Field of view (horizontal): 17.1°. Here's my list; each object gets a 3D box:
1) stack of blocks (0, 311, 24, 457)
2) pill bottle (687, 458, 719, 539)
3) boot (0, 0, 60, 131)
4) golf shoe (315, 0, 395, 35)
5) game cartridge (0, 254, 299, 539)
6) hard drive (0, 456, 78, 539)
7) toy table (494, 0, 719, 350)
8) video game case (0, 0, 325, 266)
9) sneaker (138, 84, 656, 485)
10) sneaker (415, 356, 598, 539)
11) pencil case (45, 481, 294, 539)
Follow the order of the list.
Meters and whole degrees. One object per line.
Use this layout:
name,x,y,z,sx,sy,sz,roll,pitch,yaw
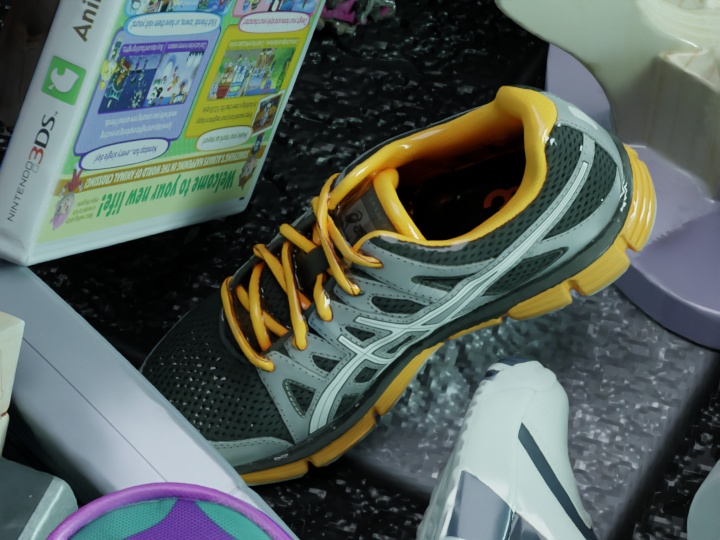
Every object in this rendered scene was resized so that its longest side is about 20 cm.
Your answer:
stack of blocks,-0.161,0.110,0.665,0.058,0.201,0.115,18,19,15
pill bottle,0.192,0.037,0.771,0.119,0.120,0.200,29,50,20
boot,-0.069,-0.144,0.844,0.064,0.187,0.200,27,12,-6
golf shoe,0.040,-0.174,0.978,0.199,0.073,0.092,-24,54,-19
game cartridge,-0.075,0.066,0.743,0.041,0.133,0.200,-38,61,-20
hard drive,-0.130,0.168,0.655,0.033,0.140,0.200,18,53,14
toy table,0.134,-0.083,0.879,0.183,0.117,0.201,-13,54,-11
video game case,-0.047,-0.097,0.781,0.022,0.183,0.200,24,12,12
sneaker,0.000,0.000,0.808,0.200,0.077,0.078,-33,57,6
sneaker,0.077,0.121,0.744,0.129,0.080,0.200,18,40,-2
pencil case,-0.051,0.141,0.639,0.092,0.200,0.085,9,51,2
